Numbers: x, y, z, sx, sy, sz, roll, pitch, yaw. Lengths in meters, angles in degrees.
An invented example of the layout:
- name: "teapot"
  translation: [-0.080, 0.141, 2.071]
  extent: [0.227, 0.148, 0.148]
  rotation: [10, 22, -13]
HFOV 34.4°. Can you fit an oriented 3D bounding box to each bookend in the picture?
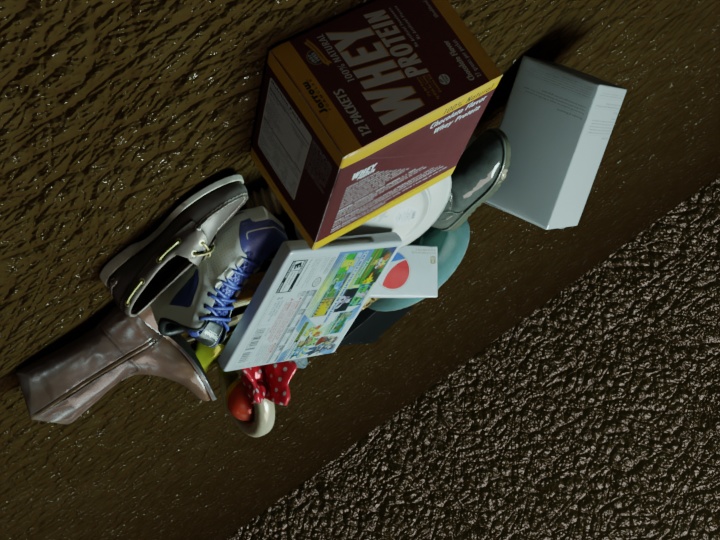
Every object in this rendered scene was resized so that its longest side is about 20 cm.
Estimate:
- name: "bookend"
  translation: [0.039, 0.026, 1.916]
  extent: [0.199, 0.093, 0.198]
  rotation: [-40, 166, 15]

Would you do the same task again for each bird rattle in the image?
- name: "bird rattle"
  translation: [-0.163, 0.168, 1.719]
  extent: [0.112, 0.198, 0.165]
  rotation: [-29, 125, -37]

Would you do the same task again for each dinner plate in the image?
- name: "dinner plate"
  translation: [0.018, -0.071, 1.378]
  extent: [0.197, 0.024, 0.201]
  rotation: [-15, 145, -11]

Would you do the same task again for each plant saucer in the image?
- name: "plant saucer"
  translation: [0.068, -0.028, 1.709]
  extent: [0.199, 0.201, 0.027]
  rotation: [-36, 124, 6]

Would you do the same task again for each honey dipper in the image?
- name: "honey dipper"
  translation: [-0.039, -0.106, 1.350]
  extent: [0.197, 0.038, 0.038]
  rotation: [-21, 165, 2]

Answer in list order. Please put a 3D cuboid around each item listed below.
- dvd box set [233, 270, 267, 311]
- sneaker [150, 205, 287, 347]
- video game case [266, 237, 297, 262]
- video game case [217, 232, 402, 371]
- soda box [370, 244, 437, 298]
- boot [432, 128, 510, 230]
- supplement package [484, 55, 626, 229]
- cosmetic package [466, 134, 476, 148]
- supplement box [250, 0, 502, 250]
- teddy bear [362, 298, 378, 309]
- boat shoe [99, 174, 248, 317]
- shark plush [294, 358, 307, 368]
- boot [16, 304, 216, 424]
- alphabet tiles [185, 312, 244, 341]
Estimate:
- name: "dvd box set"
  translation: [-0.167, 0.034, 1.524]
  extent: [0.145, 0.030, 0.199]
  rotation: [-21, 176, 34]
- name: "sneaker"
  translation: [-0.163, 0.022, 1.339]
  extent: [0.198, 0.116, 0.080]
  rotation: [-28, 152, 15]
- name: "video game case"
  translation: [-0.020, -0.018, 1.595]
  extent: [0.141, 0.019, 0.199]
  rotation: [-17, 159, 29]
- name: "video game case"
  translation: [-0.060, 0.037, 1.391]
  extent: [0.181, 0.022, 0.201]
  rotation: [-7, 139, -43]
- name: "soda box"
  translation: [0.000, 0.000, 1.499]
  extent: [0.197, 0.069, 0.064]
  rotation: [2, 178, -21]
- name: "boot"
  translation: [0.080, -0.107, 1.474]
  extent: [0.198, 0.073, 0.183]
  rotation: [1, 133, -41]
- name: "supplement package"
  translation: [0.257, -0.172, 1.573]
  extent: [0.121, 0.119, 0.203]
  rotation: [-8, 120, -60]
- name: "cosmetic package"
  translation: [0.080, -0.110, 1.622]
  extent: [0.198, 0.074, 0.104]
  rotation: [-32, 165, -12]
- name: "supplement box"
  translation: [0.009, -0.158, 1.198]
  extent: [0.196, 0.134, 0.200]
  rotation: [-29, 164, -22]
- name: "teddy bear"
  translation: [-0.040, 0.046, 1.631]
  extent: [0.144, 0.067, 0.199]
  rotation: [-30, 177, -41]
- name: "boat shoe"
  translation: [-0.198, -0.028, 1.290]
  extent: [0.199, 0.060, 0.072]
  rotation: [-37, 165, 7]
- name: "shark plush"
  translation: [-0.119, 0.101, 1.813]
  extent: [0.090, 0.084, 0.200]
  rotation: [-31, 165, -12]
- name: "boot"
  translation: [-0.301, 0.143, 1.433]
  extent: [0.199, 0.187, 0.064]
  rotation: [-37, -156, -4]
- name: "alphabet tiles"
  translation: [-0.153, 0.062, 1.649]
  extent: [0.199, 0.006, 0.165]
  rotation: [-24, 177, 44]
